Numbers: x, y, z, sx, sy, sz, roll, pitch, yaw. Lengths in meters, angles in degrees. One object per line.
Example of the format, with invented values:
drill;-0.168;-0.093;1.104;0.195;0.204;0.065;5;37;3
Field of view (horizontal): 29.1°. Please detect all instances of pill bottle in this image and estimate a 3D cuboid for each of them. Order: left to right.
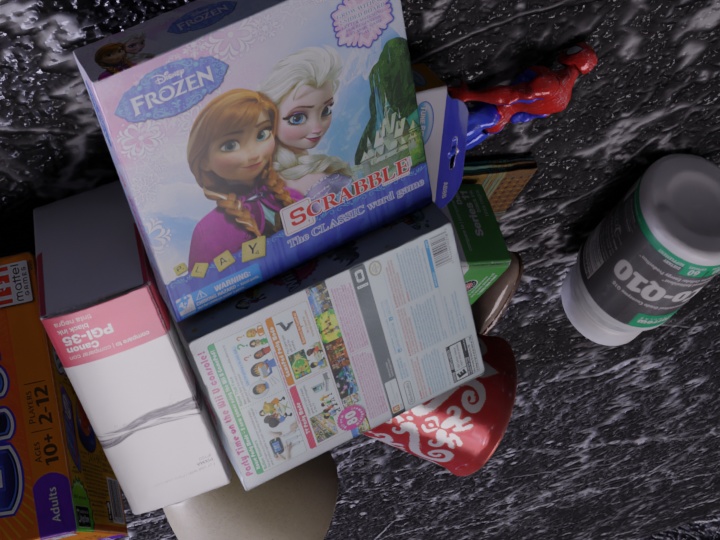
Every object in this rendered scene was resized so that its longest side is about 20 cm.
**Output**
pill bottle;0.274;-0.013;1.320;0.112;0.114;0.200;-7;155;-22

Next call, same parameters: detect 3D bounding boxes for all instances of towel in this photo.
towel;0.041;-0.050;1.200;0.197;0.022;0.147;-8;155;-24

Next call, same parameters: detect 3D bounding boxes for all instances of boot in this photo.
boot;0.045;0.036;1.342;0.145;0.071;0.200;15;131;-33

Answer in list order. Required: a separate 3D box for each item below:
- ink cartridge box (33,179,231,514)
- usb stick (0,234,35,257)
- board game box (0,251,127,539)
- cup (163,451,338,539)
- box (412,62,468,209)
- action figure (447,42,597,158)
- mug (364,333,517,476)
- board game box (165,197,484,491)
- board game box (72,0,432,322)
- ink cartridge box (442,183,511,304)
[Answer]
ink cartridge box;-0.169;0.058;1.031;0.082;0.147;0.202;-18;126;-3
usb stick;-0.233;-0.011;1.083;0.197;0.033;0.055;-8;162;-21
board game box;-0.306;0.122;1.054;0.197;0.203;0.200;-12;169;-1
cup;-0.143;0.248;1.559;0.199;0.202;0.143;-30;128;29
box;-0.017;-0.073;0.976;0.198;0.042;0.120;-16;132;-25
action figure;0.090;-0.115;1.052;0.198;0.052;0.065;-27;160;13
mug;0.017;0.112;1.284;0.198;0.134;0.178;20;123;-22
board game box;-0.021;0.048;0.986;0.198;0.064;0.149;-25;128;-11
board game box;-0.058;-0.087;0.879;0.198;0.041;0.201;-26;135;-12
ink cartridge box;0.000;0.000;1.145;0.198;0.084;0.147;-3;152;-32
